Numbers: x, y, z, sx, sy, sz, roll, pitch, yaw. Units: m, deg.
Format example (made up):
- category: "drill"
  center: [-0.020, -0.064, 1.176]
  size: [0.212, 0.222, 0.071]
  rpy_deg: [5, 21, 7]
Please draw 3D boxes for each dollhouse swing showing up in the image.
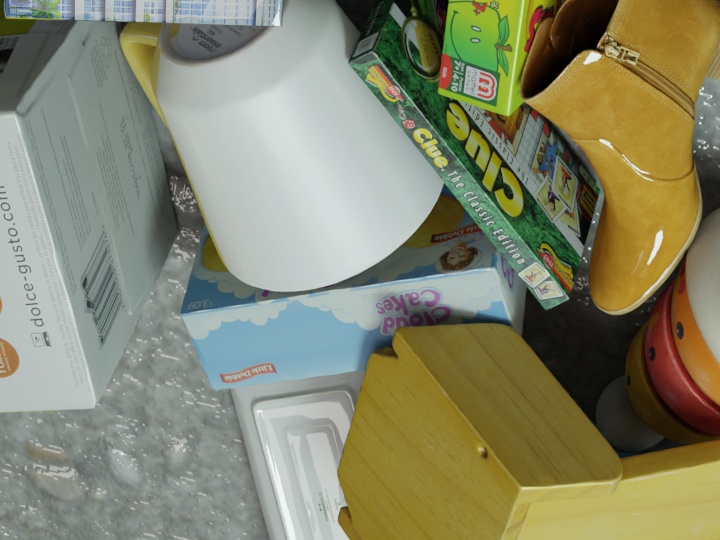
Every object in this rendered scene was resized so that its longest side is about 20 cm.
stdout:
- category: "dollhouse swing"
  center: [0.115, 0.122, 1.508]
  size: [0.182, 0.175, 0.200]
  rpy_deg: [52, 149, 28]

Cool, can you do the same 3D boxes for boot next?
- category: "boot"
  center: [0.140, -0.077, 1.417]
  size: [0.144, 0.071, 0.202]
  rpy_deg: [13, 108, -40]

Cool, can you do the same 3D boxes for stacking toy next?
- category: "stacking toy"
  center: [0.210, 0.062, 1.524]
  size: [0.146, 0.146, 0.200]
  rpy_deg: [35, 137, -11]

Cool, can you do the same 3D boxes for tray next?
- category: "tray"
  center: [-0.018, 0.154, 1.650]
  size: [0.107, 0.022, 0.201]
  rpy_deg: [-10, 106, 16]

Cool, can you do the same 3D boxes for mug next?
- category: "mug"
  center: [-0.063, -0.090, 1.438]
  size: [0.186, 0.150, 0.153]
  rpy_deg: [-9, 135, 24]

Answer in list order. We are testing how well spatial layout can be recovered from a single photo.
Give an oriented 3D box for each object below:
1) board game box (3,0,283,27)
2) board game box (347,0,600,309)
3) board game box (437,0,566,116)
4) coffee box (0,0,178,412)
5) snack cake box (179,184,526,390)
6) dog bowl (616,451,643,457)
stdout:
- category: "board game box"
  center: [-0.095, -0.207, 1.386]
  size: [0.199, 0.200, 0.062]
  rpy_deg: [0, 122, -5]
- category: "board game box"
  center: [0.070, -0.082, 1.449]
  size: [0.023, 0.105, 0.200]
  rpy_deg: [-20, 122, 36]
- category: "board game box"
  center: [0.094, -0.199, 1.376]
  size: [0.047, 0.102, 0.201]
  rpy_deg: [19, 126, 20]
- category: "coffee box"
  center: [-0.243, -0.049, 1.489]
  size: [0.197, 0.200, 0.201]
  rpy_deg: [-3, 121, 14]
- category: "snack cake box"
  center: [0.000, 0.000, 1.516]
  size: [0.199, 0.115, 0.067]
  rpy_deg: [-9, 128, 16]
- category: "dog bowl"
  center: [0.144, 0.160, 1.609]
  size: [0.199, 0.050, 0.112]
  rpy_deg: [4, 142, 18]
